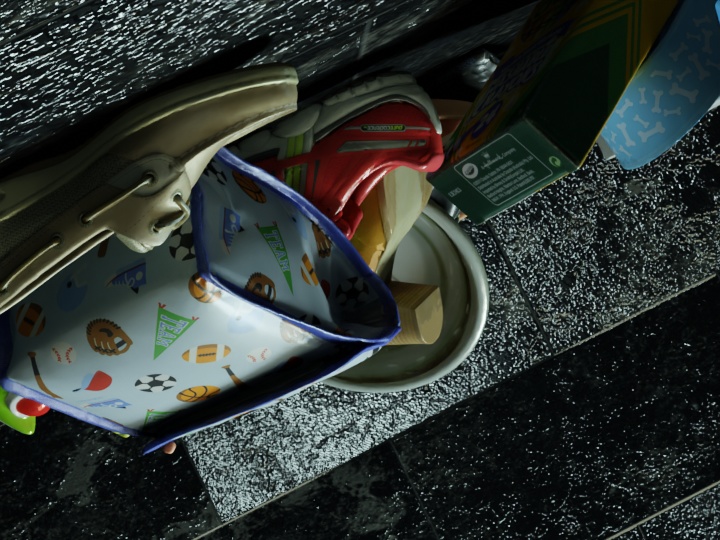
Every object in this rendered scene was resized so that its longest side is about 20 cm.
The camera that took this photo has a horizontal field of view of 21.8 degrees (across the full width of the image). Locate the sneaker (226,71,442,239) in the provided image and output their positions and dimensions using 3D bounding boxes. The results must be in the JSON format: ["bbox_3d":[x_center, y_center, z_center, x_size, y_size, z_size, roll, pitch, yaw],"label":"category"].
[{"bbox_3d":[-0.040,-0.049,1.165,0.199,0.085,0.077,-28,177,11],"label":"sneaker"}]

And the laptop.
[{"bbox_3d":[0.057,-0.138,1.493,0.177,0.104,0.200,-28,152,22],"label":"laptop"}]

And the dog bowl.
[{"bbox_3d":[0.210,-0.155,1.224,0.111,0.050,0.200,-33,-159,55],"label":"dog bowl"}]

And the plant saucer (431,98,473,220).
[{"bbox_3d":[0.022,-0.075,1.440,0.199,0.032,0.201,-14,154,-7],"label":"plant saucer"}]

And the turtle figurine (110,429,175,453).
[{"bbox_3d":[-0.191,0.054,1.247,0.160,0.065,0.200,7,-154,-17],"label":"turtle figurine"}]

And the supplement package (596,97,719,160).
[{"bbox_3d":[0.257,-0.183,1.379,0.199,0.117,0.117,-26,179,-18],"label":"supplement package"}]

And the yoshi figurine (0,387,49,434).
[{"bbox_3d":[-0.263,0.053,1.432,0.199,0.113,0.112,-9,150,44],"label":"yoshi figurine"}]

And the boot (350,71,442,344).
[{"bbox_3d":[-0.022,-0.039,1.291,0.143,0.202,0.071,5,-157,32],"label":"boot"}]

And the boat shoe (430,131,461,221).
[{"bbox_3d":[0.054,-0.041,1.417,0.072,0.068,0.200,1,147,-39],"label":"boat shoe"}]

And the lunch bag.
[{"bbox_3d":[-0.094,0.029,1.115,0.169,0.124,0.200,-25,147,26],"label":"lunch bag"}]

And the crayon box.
[{"bbox_3d":[0.133,-0.133,1.199,0.200,0.052,0.126,-56,-167,-28],"label":"crayon box"}]

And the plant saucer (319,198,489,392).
[{"bbox_3d":[0.000,0.000,1.385,0.200,0.200,0.050,-28,-156,30],"label":"plant saucer"}]

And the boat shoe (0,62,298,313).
[{"bbox_3d":[-0.114,-0.040,0.927,0.199,0.065,0.072,-27,178,-2],"label":"boat shoe"}]
